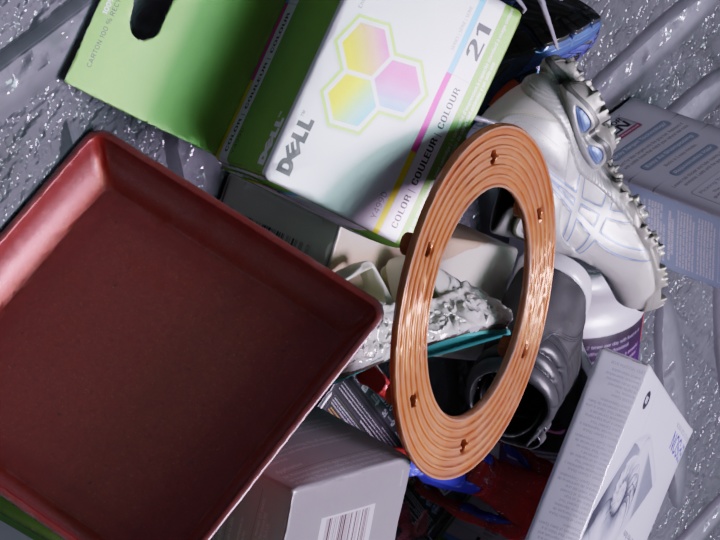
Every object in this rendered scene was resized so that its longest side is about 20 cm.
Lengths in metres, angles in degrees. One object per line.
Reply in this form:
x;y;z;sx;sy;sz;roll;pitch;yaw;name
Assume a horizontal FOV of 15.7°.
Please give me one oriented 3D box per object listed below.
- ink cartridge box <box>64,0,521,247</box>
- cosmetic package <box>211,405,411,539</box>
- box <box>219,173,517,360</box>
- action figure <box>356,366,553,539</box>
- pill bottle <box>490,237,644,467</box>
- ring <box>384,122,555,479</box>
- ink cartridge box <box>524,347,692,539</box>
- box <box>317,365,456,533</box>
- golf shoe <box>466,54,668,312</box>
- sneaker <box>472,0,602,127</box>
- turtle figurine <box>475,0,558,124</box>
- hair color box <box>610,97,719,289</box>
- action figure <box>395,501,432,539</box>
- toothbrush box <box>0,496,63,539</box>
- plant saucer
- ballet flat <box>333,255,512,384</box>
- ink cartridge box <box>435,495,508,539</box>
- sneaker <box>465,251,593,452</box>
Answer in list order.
-0.036;-0.119;1.405;0.200;0.076;0.148;25;89;-28;ink cartridge box
-0.083;0.107;1.445;0.107;0.200;0.090;-10;117;-48;cosmetic package
0.000;0.000;1.586;0.200;0.095;0.078;7;103;-57;box
0.053;0.118;1.690;0.200;0.099;0.065;31;86;-34;action figure
0.136;0.049;1.784;0.111;0.111;0.200;-27;130;-43;pill bottle
0.060;0.016;1.445;0.200;0.019;0.201;-34;131;-53;ring
0.151;0.168;1.698;0.200;0.041;0.200;-66;160;-8;ink cartridge box
-0.023;0.150;1.689;0.160;0.044;0.200;-55;145;-14;box
0.127;-0.040;1.645;0.097;0.078;0.200;-30;125;-2;golf shoe
0.075;-0.116;1.649;0.200;0.075;0.079;-34;144;-27;sneaker
0.030;-0.151;1.530;0.200;0.101;0.150;44;61;-40;turtle figurine
0.238;-0.046;1.785;0.099;0.200;0.061;-33;134;-39;hair color box
-0.005;0.241;1.672;0.134;0.149;0.200;100;6;-76;action figure
-0.133;0.186;1.469;0.200;0.145;0.086;13;100;-55;toothbrush box
-0.121;0.050;1.370;0.200;0.199;0.037;-51;161;-21;plant saucer
0.019;0.024;1.492;0.200;0.072;0.072;-12;119;-53;ballet flat
0.092;0.255;1.869;0.200;0.076;0.148;-51;144;-19;ink cartridge box
0.105;0.081;1.655;0.200;0.071;0.099;84;29;-54;sneaker
